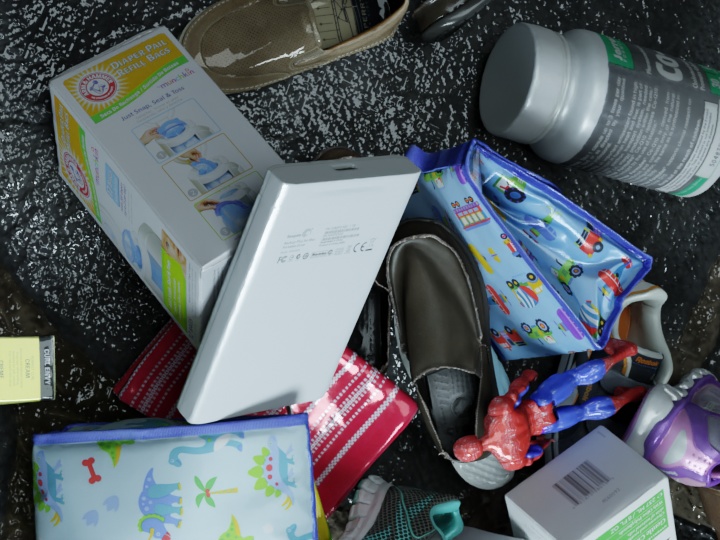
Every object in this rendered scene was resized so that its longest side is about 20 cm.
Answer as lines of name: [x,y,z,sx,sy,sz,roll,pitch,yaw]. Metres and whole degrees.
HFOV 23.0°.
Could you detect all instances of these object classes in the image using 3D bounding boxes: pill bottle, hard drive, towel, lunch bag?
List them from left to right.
lunch bag: [-0.128,0.191,1.283,0.198,0.127,0.172,-4,89,7]
towel: [-0.071,0.100,1.360,0.200,0.023,0.145,38,103,-17]
hard drive: [-0.043,0.013,1.232,0.131,0.026,0.201,-8,132,-44]
lunch bag: [0.104,-0.025,1.407,0.200,0.150,0.094,40,69,-17]
pill bottle: [0.208,-0.136,1.481,0.199,0.113,0.114,12,82,-24]

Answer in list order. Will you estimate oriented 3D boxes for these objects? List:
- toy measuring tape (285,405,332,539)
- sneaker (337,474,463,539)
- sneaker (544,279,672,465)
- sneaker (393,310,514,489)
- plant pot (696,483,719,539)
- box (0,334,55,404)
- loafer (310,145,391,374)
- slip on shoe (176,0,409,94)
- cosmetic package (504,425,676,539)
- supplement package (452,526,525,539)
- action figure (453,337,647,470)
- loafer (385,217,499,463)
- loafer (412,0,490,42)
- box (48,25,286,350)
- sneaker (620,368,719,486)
toy measuring tape: [-0.068,0.164,1.341,0.073,0.073,0.202,-21,103,-23]
sneaker: [0.029,0.223,1.331,0.090,0.200,0.078,0,122,14]
sneaker: [0.209,0.101,1.482,0.078,0.079,0.202,13,82,-42]
sneaker: [0.078,0.075,1.438,0.073,0.082,0.202,-13,101,12]
plant pot: [0.394,0.242,1.514,0.199,0.200,0.200,-19,103,-24]
box: [-0.322,0.073,1.257,0.198,0.075,0.051,-1,86,-23]
loafer: [0.000,0.000,1.404,0.072,0.071,0.202,-7,91,-24]
slip on shoe: [-0.052,-0.189,1.396,0.199,0.060,0.077,-14,93,-24]
cosmetic package: [0.193,0.237,1.422,0.107,0.085,0.201,-34,133,-18]
supplement package: [0.105,0.323,1.408,0.121,0.120,0.201,-30,100,-21]
action figure: [0.143,0.109,1.370,0.199,0.051,0.066,-21,104,-43]
loafer: [0.067,0.057,1.356,0.072,0.071,0.201,-16,99,13]
loafer: [0.097,-0.271,1.461,0.071,0.073,0.200,40,66,-8]
box: [-0.130,-0.061,1.279,0.101,0.113,0.200,-30,64,-23]
sneaker: [0.282,0.138,1.468,0.088,0.200,0.081,30,104,20]
